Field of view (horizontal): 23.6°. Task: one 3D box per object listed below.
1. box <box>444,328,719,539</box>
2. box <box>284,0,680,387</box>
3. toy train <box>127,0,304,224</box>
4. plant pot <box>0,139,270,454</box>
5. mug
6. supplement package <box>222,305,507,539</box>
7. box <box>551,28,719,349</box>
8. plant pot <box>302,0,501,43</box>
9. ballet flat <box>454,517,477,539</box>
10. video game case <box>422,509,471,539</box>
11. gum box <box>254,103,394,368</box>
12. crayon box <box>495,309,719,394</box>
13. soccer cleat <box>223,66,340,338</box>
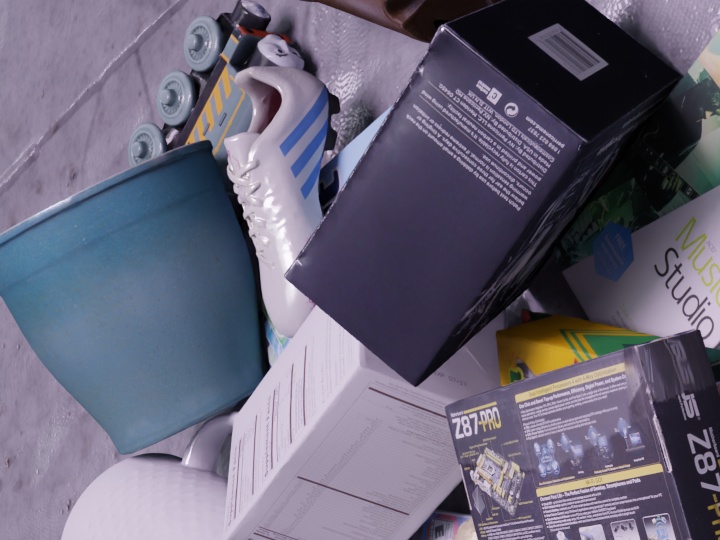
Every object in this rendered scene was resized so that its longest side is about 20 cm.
[{"bbox_3d":[0.127,0.130,0.916,0.200,0.049,0.163,-28,77,61],"label":"box"},{"bbox_3d":[0.076,-0.057,1.020,0.104,0.200,0.183,40,119,10],"label":"box"},{"bbox_3d":[-0.114,-0.119,1.417,0.114,0.085,0.201,47,117,34],"label":"toy train"},{"bbox_3d":[-0.164,0.030,1.314,0.199,0.199,0.189,-24,92,48],"label":"plant pot"},{"bbox_3d":[-0.108,0.202,1.265,0.175,0.147,0.202,15,86,50],"label":"mug"},{"bbox_3d":[0.001,0.099,1.131,0.200,0.113,0.110,-53,24,39],"label":"supplement package"},{"bbox_3d":[0.202,-0.030,0.991,0.201,0.036,0.145,-55,43,29],"label":"box"},{"bbox_3d":[0.014,-0.257,1.193,0.198,0.199,0.202,36,110,43],"label":"plant pot"},{"bbox_3d":[0.084,0.242,1.031,0.066,0.056,0.202,-36,54,42],"label":"ballet flat"},{"bbox_3d":[0.099,0.231,1.076,0.199,0.018,0.145,-1,80,53],"label":"video game case"},{"bbox_3d":[0.000,0.000,1.252,0.200,0.044,0.171,-38,51,41],"label":"gum box"},{"bbox_3d":[0.139,0.099,0.986,0.199,0.050,0.128,11,111,60],"label":"crayon box"},{"bbox_3d":[-0.065,-0.053,1.245,0.070,0.086,0.202,-21,63,50],"label":"soccer cleat"}]
